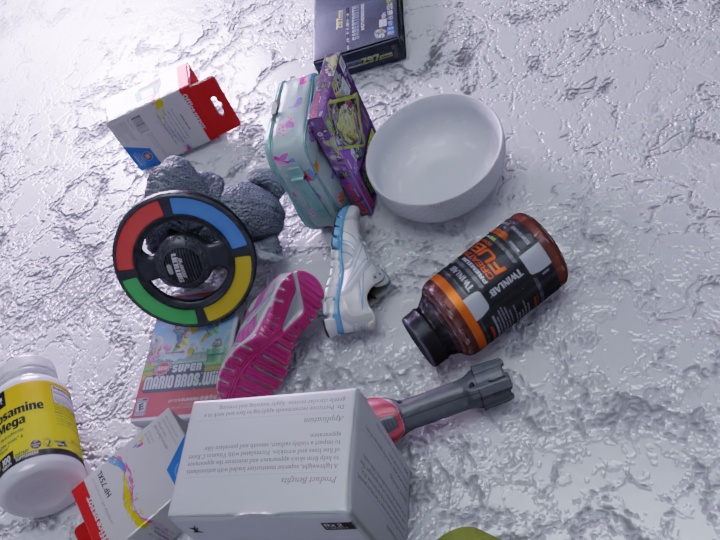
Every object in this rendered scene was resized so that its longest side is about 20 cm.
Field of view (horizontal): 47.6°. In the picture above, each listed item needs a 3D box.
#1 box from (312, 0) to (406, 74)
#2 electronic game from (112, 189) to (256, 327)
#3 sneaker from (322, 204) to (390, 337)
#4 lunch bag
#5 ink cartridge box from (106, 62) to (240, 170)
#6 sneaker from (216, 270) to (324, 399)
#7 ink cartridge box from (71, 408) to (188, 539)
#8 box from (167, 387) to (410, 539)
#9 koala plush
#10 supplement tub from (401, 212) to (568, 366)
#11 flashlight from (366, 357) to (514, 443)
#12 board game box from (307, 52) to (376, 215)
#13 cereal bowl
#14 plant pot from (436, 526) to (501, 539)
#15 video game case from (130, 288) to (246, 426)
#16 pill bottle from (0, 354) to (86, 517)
[{"bbox_3d":[-0.003,-0.430,1.412,0.154,0.051,0.204,-12,53,17],"label":"box"},{"bbox_3d":[-0.238,-0.013,1.108,0.195,0.203,0.042,-19,27,9],"label":"electronic game"},{"bbox_3d":[0.000,0.000,1.106,0.084,0.076,0.204,0,58,7],"label":"sneaker"},{"bbox_3d":[-0.067,-0.163,1.155,0.075,0.201,0.164,-4,56,22],"label":"lunch bag"},{"bbox_3d":[-0.314,-0.266,1.378,0.196,0.117,0.068,-22,50,6],"label":"ink cartridge box"},{"bbox_3d":[-0.123,0.088,1.087,0.202,0.081,0.088,-55,18,-3],"label":"sneaker"},{"bbox_3d":[-0.277,0.287,1.014,0.199,0.068,0.116,-40,51,-7],"label":"ink cartridge box"},{"bbox_3d":[-0.065,0.236,0.873,0.194,0.202,0.133,-7,52,18],"label":"box"},{"bbox_3d":[-0.200,-0.079,1.186,0.194,0.185,0.182,5,66,4],"label":"koala plush"},{"bbox_3d":[0.147,0.028,0.988,0.198,0.108,0.107,-37,50,-5],"label":"supplement tub"},{"bbox_3d":[0.079,0.158,0.958,0.195,0.069,0.069,-21,47,2],"label":"flashlight"},{"bbox_3d":[-0.015,-0.188,1.149,0.031,0.201,0.122,-6,53,20],"label":"board game box"},{"bbox_3d":[0.110,-0.146,1.142,0.195,0.084,0.204,-12,52,16],"label":"cereal bowl"},{"bbox_3d":[0.135,0.339,0.747,0.186,0.189,0.200,-39,36,-7],"label":"plant pot"},{"bbox_3d":[-0.239,0.118,1.149,0.139,0.018,0.204,-7,54,19],"label":"video game case"},{"bbox_3d":[-0.442,0.217,1.105,0.111,0.113,0.202,-30,50,0],"label":"pill bottle"}]
